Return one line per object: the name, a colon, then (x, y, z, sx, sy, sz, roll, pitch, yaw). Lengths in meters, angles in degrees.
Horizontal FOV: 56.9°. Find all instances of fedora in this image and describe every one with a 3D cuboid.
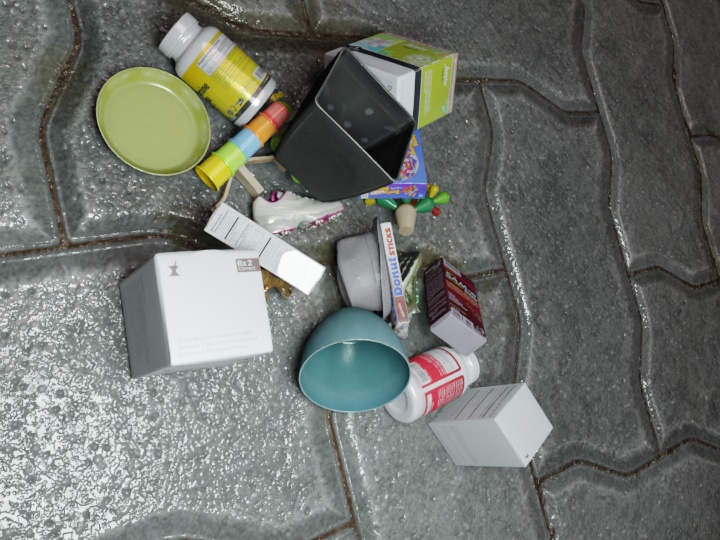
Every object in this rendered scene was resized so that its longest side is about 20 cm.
fedora: (0.000, 0.000, 1.294, 0.090, 0.177, 0.201, -8, 81, -6)

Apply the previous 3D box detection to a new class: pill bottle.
pill bottle: (-0.263, -0.369, 1.218, 0.200, 0.112, 0.113, 39, 59, -19)
pill bottle: (0.143, 0.220, 1.340, 0.200, 0.112, 0.113, -17, 87, -37)

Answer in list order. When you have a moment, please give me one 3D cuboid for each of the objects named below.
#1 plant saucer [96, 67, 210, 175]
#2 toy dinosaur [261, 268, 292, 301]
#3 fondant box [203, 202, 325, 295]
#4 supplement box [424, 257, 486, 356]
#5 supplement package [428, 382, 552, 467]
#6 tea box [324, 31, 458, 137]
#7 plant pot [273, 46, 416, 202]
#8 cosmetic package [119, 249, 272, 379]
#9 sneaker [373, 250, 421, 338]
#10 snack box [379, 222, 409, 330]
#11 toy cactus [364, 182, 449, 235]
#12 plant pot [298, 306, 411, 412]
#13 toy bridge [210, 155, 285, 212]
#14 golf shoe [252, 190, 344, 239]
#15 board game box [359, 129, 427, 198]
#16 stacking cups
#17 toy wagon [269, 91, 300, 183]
plant saucer: (-0.364, -0.258, 1.169, 0.199, 0.031, 0.201, 10, 72, -32)
toy dinosaur: (-0.191, 0.011, 1.163, 0.200, 0.106, 0.061, 33, 33, -64)
fondant box: (-0.163, -0.037, 1.137, 0.200, 0.144, 0.058, 34, 87, -8)
supplement box: (0.196, 0.073, 1.391, 0.109, 0.061, 0.200, 36, 28, -22)
supplement package: (0.259, 0.313, 1.340, 0.117, 0.200, 0.117, -39, 101, -35)
tea box: (0.062, -0.388, 1.375, 0.197, 0.200, 0.134, -33, 139, -38)
plant pot: (-0.042, -0.246, 1.220, 0.199, 0.177, 0.200, 42, 43, -22)
cosmetic package: (-0.263, 0.070, 1.044, 0.164, 0.200, 0.166, -5, 80, -35)
sneaker: (0.092, 0.054, 1.386, 0.089, 0.077, 0.200, 39, 63, -35)
snack box: (0.061, 0.012, 1.293, 0.024, 0.072, 0.201, -7, 74, -9)
toy cactus: (0.088, -0.141, 1.400, 0.199, 0.102, 0.165, 15, 50, -16)
plant pot: (-0.014, 0.146, 1.223, 0.200, 0.200, 0.135, 27, 34, -26)
toy bridge: (-0.213, -0.169, 1.251, 0.067, 0.027, 0.200, 51, 55, -13)
golf shoe: (-0.118, -0.119, 1.277, 0.200, 0.075, 0.092, -19, 85, -38)
board game box: (0.060, -0.239, 1.375, 0.134, 0.045, 0.201, 0, 55, -4)
stacking cups: (-0.214, -0.233, 1.218, 0.061, 0.060, 0.200, 47, 71, -15)
toy wagon: (-0.119, -0.259, 1.316, 0.200, 0.040, 0.155, 55, 39, -7)
